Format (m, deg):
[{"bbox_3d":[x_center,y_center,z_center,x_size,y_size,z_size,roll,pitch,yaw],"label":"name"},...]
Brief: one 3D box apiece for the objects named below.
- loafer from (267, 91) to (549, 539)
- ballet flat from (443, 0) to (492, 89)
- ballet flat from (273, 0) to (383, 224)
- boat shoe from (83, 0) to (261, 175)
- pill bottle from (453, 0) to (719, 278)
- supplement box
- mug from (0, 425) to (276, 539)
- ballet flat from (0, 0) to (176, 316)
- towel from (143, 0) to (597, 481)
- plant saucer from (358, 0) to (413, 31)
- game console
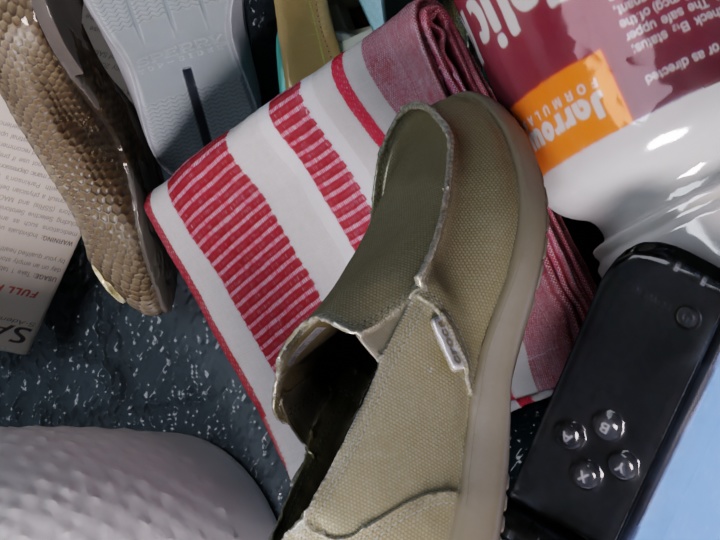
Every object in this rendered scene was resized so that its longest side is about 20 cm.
[{"bbox_3d":[0.011,0.022,0.722,0.076,0.068,0.201,130,152,-49],"label":"loafer"},{"bbox_3d":[0.058,-0.117,0.874,0.070,0.071,0.201,-1,82,42],"label":"ballet flat"},{"bbox_3d":[-0.005,-0.104,0.924,0.063,0.069,0.201,-19,73,22],"label":"ballet flat"},{"bbox_3d":[-0.081,-0.123,0.928,0.200,0.073,0.067,88,168,-49],"label":"boat shoe"},{"bbox_3d":[0.094,-0.087,0.779,0.114,0.114,0.201,-28,82,36],"label":"pill bottle"},{"bbox_3d":[-0.163,-0.082,1.041,0.126,0.073,0.201,44,114,48],"label":"supplement box"},{"bbox_3d":[-0.146,0.161,0.942,0.147,0.175,0.201,23,101,41],"label":"mug"},{"bbox_3d":[-0.117,-0.052,0.944,0.046,0.200,0.068,-12,50,8],"label":"ballet flat"},{"bbox_3d":[0.000,0.000,0.871,0.200,0.023,0.144,-29,89,50],"label":"towel"},{"bbox_3d":[0.000,-0.138,0.806,0.019,0.200,0.070,-22,73,-4],"label":"plant saucer"},{"bbox_3d":[0.121,0.120,0.698,0.199,0.116,0.176,29,121,14],"label":"game console"}]
